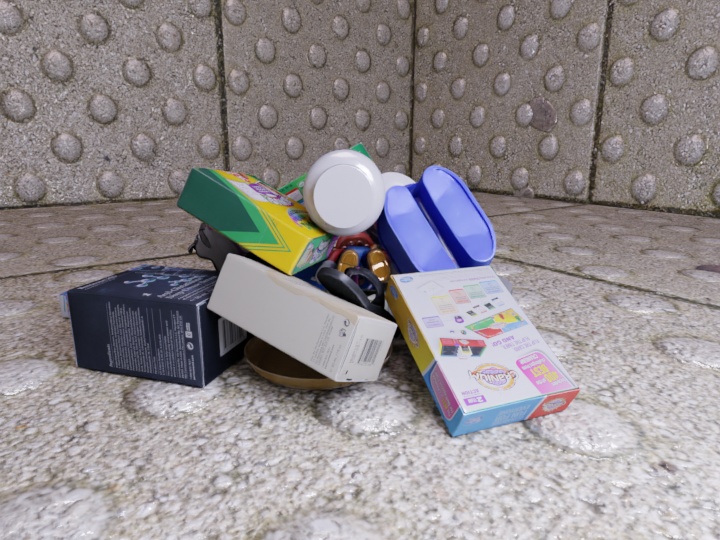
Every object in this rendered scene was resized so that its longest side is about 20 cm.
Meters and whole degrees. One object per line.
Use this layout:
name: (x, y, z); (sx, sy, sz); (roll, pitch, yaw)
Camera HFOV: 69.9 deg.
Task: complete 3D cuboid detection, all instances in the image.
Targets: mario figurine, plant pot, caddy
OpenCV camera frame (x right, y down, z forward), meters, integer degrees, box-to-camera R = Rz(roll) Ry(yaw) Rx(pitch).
mario figurine: (0.000, 0.000, 0.845); (0.122, 0.107, 0.200); (34, 5, -7)
plant pot: (-0.055, 0.111, 0.688); (0.195, 0.028, 0.200); (1, 15, 0)
caddy: (0.108, -0.049, 0.755); (0.140, 0.202, 0.105); (-27, -16, -11)

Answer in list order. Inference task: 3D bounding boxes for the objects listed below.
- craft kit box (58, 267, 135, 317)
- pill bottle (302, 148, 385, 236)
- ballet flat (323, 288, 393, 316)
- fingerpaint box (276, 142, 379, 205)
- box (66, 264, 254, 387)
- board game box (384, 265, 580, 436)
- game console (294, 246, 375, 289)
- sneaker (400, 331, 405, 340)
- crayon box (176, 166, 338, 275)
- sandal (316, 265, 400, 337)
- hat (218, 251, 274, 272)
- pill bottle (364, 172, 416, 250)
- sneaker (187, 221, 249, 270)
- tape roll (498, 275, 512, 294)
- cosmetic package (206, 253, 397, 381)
craft kit box: (-0.383, 0.042, 0.925); (0.193, 0.050, 0.200); (1, 14, 14)
pill bottle: (-0.022, -0.113, 0.728); (0.110, 0.115, 0.200); (0, 14, -1)
ballet flat: (0.011, 0.060, 0.797); (0.197, 0.069, 0.063); (3, -6, 39)
fingerpaint box: (-0.073, -0.138, 0.988); (0.198, 0.074, 0.167); (-32, -6, -14)
box: (-0.258, 0.066, 0.698); (0.196, 0.109, 0.148); (4, 15, 16)
board game box: (0.132, 0.080, 0.600); (0.150, 0.041, 0.202); (-4, 44, -21)
game console: (-0.032, 0.021, 1.026); (0.197, 0.120, 0.172); (14, 49, 28)
sneaker: (0.143, 0.092, 0.698); (0.196, 0.085, 0.077); (17, -14, 4)
crayon box: (-0.127, -0.073, 0.716); (0.171, 0.059, 0.200); (30, 12, 4)
sandal: (0.004, 0.031, 0.676); (0.074, 0.049, 0.200); (22, -13, 31)
hat: (-0.159, 0.038, 0.820); (0.197, 0.082, 0.201); (-19, -15, -5)
pill bottle: (0.039, -0.090, 1.007); (0.117, 0.122, 0.200); (-5, -20, -20)
sneaker: (-0.193, -0.021, 0.864); (0.198, 0.141, 0.078); (28, 10, -34)
tape roll: (0.150, 0.050, 0.858); (0.196, 0.068, 0.201); (1, 14, 0)
cosmetic package: (-0.069, 0.054, 0.599); (0.198, 0.074, 0.103); (24, 1, 29)
